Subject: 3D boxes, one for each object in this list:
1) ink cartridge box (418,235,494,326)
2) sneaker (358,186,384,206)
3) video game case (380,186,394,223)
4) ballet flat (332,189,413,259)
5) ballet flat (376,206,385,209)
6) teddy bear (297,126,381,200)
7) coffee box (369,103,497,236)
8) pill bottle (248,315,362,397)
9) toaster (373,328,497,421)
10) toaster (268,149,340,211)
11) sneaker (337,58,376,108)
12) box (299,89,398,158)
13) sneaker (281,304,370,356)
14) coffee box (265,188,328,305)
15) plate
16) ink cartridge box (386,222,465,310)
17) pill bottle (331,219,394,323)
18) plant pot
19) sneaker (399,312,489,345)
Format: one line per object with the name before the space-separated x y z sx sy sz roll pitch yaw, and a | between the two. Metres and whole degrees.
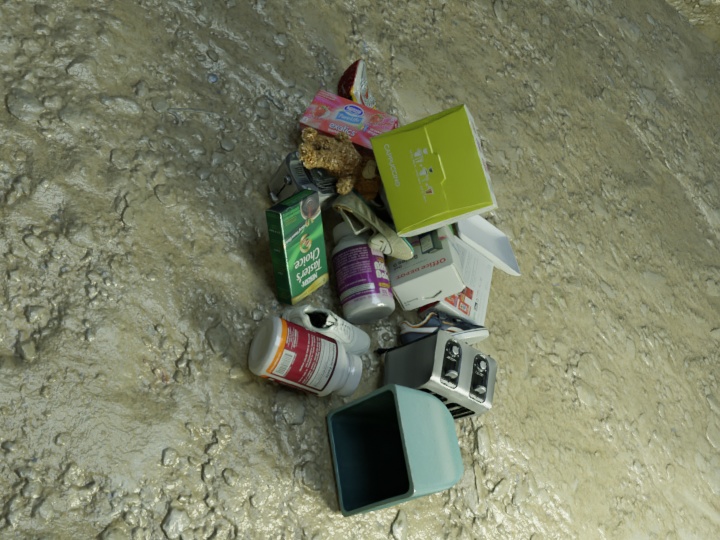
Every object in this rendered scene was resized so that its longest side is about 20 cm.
ink cartridge box | 0.206 0.030 1.785 0.175 0.084 0.202 34 50 -19
sneaker | 0.024 -0.229 1.783 0.077 0.088 0.202 41 48 -38
video game case | 0.105 -0.183 1.804 0.183 0.023 0.202 60 35 -44
ballet flat | 0.021 -0.081 1.587 0.200 0.068 0.062 44 67 12
ballet flat | 0.070 -0.221 1.838 0.069 0.069 0.202 18 56 -28
teddy bear | -0.037 -0.221 1.564 0.199 0.067 0.146 36 37 -8
coffee box | 0.152 -0.192 1.553 0.198 0.197 0.202 -11 84 -77
pill bottle | -0.101 0.169 1.459 0.198 0.113 0.114 24 54 -26
toaster | 0.150 0.220 1.580 0.180 0.199 0.120 30 53 -30
toaster | -0.098 -0.188 1.644 0.199 0.129 0.115 -19 79 -41
sneaker | -0.006 -0.419 1.887 0.081 0.077 0.203 16 66 -34
box | -0.022 -0.305 1.715 0.198 0.095 0.103 24 68 16
sneaker | -0.057 0.120 1.542 0.198 0.081 0.076 20 53 -29
coffee box | -0.122 -0.046 1.530 0.123 0.044 0.203 -34 129 -45
plate | 0.298 -0.080 1.912 0.198 0.032 0.201 32 26 -19
ink cartridge box | 0.135 -0.029 1.677 0.202 0.144 0.088 -96 159 -45
pill bottle | 0.000 0.000 1.627 0.111 0.112 0.203 2 66 -36
plant pot | 0.083 0.340 1.459 0.198 0.195 0.198 12 59 -41
sneaker | 0.181 0.128 1.686 0.197 0.079 0.080 -8 69 -16
